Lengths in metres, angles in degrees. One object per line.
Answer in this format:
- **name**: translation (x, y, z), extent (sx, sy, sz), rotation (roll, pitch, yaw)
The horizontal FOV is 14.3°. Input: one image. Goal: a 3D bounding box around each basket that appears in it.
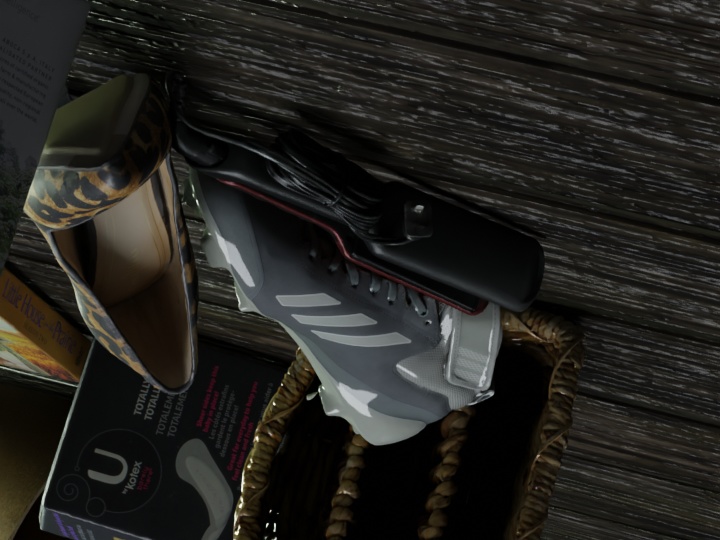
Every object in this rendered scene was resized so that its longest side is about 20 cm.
- **basket**: translation (0.014, 0.110, 1.387), extent (0.143, 0.200, 0.149), rotation (16, 168, -1)

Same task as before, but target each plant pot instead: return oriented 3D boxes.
- **plant pot**: translation (-0.270, 0.149, 1.963), extent (0.200, 0.187, 0.186), rotation (25, 171, 25)

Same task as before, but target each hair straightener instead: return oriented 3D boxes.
- **hair straightener**: translation (0.002, -0.034, 1.199), extent (0.200, 0.041, 0.077), rotation (30, 161, -30)

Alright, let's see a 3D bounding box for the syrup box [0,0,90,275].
- **syrup box**: translation (-0.180, -0.029, 1.070), extent (0.081, 0.200, 0.079), rotation (2, 160, 41)

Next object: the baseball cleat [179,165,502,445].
- **baseball cleat**: translation (0.000, 0.000, 1.287), extent (0.106, 0.070, 0.200), rotation (-23, 139, 13)

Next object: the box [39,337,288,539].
- **box**: translation (-0.075, 0.117, 1.678), extent (0.200, 0.122, 0.106), rotation (18, 167, -4)

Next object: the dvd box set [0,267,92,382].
- **dvd box set**: translation (-0.253, 0.012, 1.667), extent (0.146, 0.029, 0.200), rotation (12, 166, 17)

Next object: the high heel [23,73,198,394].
- **high heel**: translation (-0.087, -0.004, 1.159), extent (0.143, 0.071, 0.200), rotation (63, 172, -12)
